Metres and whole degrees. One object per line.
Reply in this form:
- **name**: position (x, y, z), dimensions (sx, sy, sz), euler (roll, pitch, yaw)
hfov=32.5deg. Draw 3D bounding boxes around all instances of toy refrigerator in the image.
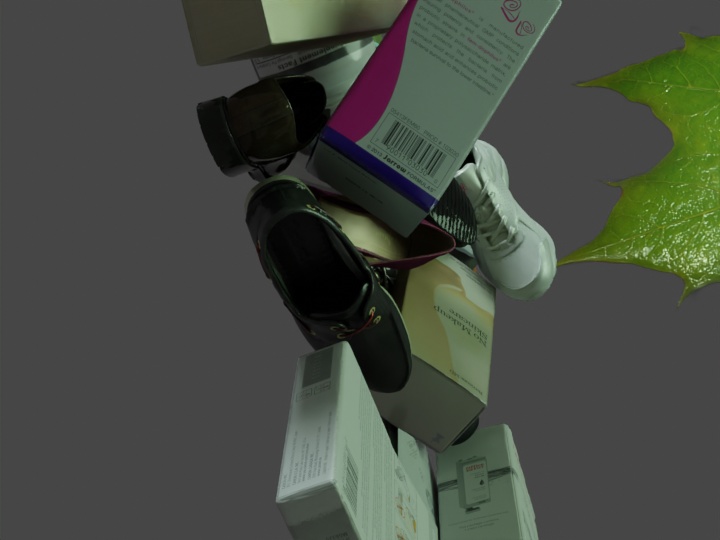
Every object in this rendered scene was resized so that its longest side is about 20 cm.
- **toy refrigerator**: position (-0.046, -0.212, 0.971), dimensions (0.200, 0.075, 0.071), euler (-22, 101, -53)

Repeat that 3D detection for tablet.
- **tablet**: position (0.055, 0.204, 1.186), dimensions (0.200, 0.014, 0.131), euler (9, 62, -80)

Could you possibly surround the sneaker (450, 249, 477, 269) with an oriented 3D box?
- **sneaker**: position (0.029, -0.008, 1.291), dimensions (0.199, 0.115, 0.076), euler (23, 16, -42)

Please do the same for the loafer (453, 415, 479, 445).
- **loafer**: position (0.045, 0.087, 1.251), dimensions (0.201, 0.072, 0.072), euler (65, -22, 0)

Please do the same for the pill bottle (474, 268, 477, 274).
- **pill bottle**: position (0.053, -0.054, 1.403), dimensions (0.113, 0.112, 0.201), euler (-82, 151, -72)

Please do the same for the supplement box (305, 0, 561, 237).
- **supplement box**: position (0.055, -0.142, 0.956), dimensions (0.101, 0.201, 0.103), euler (34, -13, -2)

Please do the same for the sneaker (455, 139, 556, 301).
- **sneaker**: position (0.119, -0.057, 1.205), dimensions (0.099, 0.078, 0.201), euler (29, 28, -54)

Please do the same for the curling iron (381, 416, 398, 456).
- **curling iron**: position (0.017, 0.114, 1.111), dimensions (0.050, 0.025, 0.201), euler (55, 16, -29)

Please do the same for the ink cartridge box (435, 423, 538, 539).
- **ink cartridge box**: position (0.132, 0.272, 1.225), dimensions (0.200, 0.082, 0.147), euler (-87, 161, -63)

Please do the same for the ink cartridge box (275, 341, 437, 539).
- **ink cartridge box**: position (0.003, 0.168, 0.840), dimensions (0.200, 0.044, 0.177), euler (-85, 153, -68)

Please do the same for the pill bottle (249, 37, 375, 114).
- **pill bottle**: position (-0.053, -0.223, 1.119), dimensions (0.113, 0.112, 0.201), euler (-80, 150, -73)

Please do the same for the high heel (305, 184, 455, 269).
- **high heel**: position (-0.001, -0.035, 0.983), dimensions (0.200, 0.095, 0.068), euler (1, 89, -64)

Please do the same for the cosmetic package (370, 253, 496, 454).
- **cosmetic package**: position (0.062, 0.061, 1.125), dimensions (0.105, 0.071, 0.200), euler (33, 29, -12)

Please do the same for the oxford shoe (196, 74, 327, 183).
- **oxford shoe**: position (-0.059, -0.111, 0.943), dimensions (0.200, 0.084, 0.073), euler (-65, 133, -80)

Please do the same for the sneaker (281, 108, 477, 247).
- **sneaker**: position (0.015, -0.069, 1.100), dimensions (0.199, 0.088, 0.075), euler (29, 47, -28)

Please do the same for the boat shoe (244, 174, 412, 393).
- **boat shoe**: position (-0.019, 0.023, 0.911), dimensions (0.202, 0.073, 0.063), euler (58, 2, -30)

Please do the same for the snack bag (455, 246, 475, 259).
- **snack bag**: position (0.060, -0.107, 1.252), dimensions (0.200, 0.021, 0.190), euler (26, 40, -59)

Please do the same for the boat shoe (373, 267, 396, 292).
- **boat shoe**: position (0.000, 0.000, 1.118), dimensions (0.200, 0.064, 0.074), euler (-90, 160, -63)

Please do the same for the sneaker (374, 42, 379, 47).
- **sneaker**: position (-0.007, -0.221, 1.397), dimensions (0.200, 0.139, 0.078), euler (24, 84, -55)
